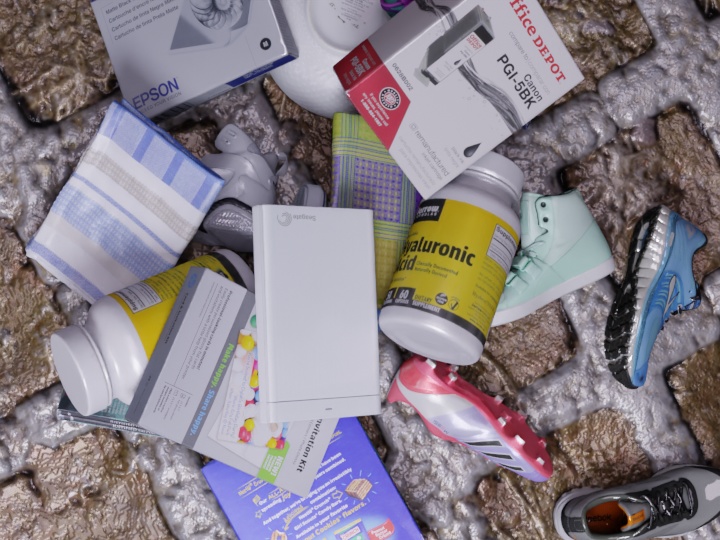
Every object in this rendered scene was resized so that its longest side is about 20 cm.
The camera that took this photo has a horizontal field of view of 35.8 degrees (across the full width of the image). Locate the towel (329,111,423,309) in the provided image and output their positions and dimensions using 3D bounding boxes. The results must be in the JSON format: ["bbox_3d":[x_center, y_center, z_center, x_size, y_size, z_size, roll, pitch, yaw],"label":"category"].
[{"bbox_3d":[0.023,-0.056,1.161,0.142,0.023,0.204,6,83,-33],"label":"towel"}]

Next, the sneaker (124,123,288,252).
[{"bbox_3d":[-0.173,-0.095,1.191,0.197,0.075,0.116,14,68,13],"label":"sneaker"}]

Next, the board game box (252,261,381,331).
[{"bbox_3d":[0.000,0.000,1.211,0.198,0.034,0.137,-30,87,-6],"label":"board game box"}]

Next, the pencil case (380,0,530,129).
[{"bbox_3d":[0.099,-0.223,1.172,0.084,0.093,0.201,-18,120,28],"label":"pencil case"}]

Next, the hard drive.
[{"bbox_3d":[-0.040,0.040,1.077,0.130,0.027,0.204,1,84,-36],"label":"hard drive"}]

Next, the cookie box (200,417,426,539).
[{"bbox_3d":[-0.045,0.247,1.166,0.170,0.075,0.202,-29,87,-6],"label":"cookie box"}]

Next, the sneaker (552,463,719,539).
[{"bbox_3d":[0.309,0.256,1.191,0.197,0.079,0.075,-12,84,-6],"label":"sneaker"}]

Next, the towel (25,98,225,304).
[{"bbox_3d":[-0.244,-0.054,1.141,0.146,0.024,0.201,38,108,3],"label":"towel"}]

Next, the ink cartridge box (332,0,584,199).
[{"bbox_3d":[0.095,-0.193,1.089,0.199,0.083,0.147,-37,118,8],"label":"ink cartridge box"}]

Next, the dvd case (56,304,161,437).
[{"bbox_3d":[-0.198,0.106,1.156,0.196,0.022,0.148,10,48,-5],"label":"dvd case"}]

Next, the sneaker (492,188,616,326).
[{"bbox_3d":[0.169,-0.016,1.205,0.198,0.074,0.120,-25,94,-16],"label":"sneaker"}]

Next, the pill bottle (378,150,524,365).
[{"bbox_3d":[0.099,-0.017,1.131,0.110,0.111,0.203,21,72,-2],"label":"pill bottle"}]

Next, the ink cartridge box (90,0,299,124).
[{"bbox_3d":[-0.187,-0.282,1.188,0.197,0.041,0.203,-22,85,16],"label":"ink cartridge box"}]

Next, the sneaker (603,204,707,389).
[{"bbox_3d":[0.329,0.034,1.213,0.089,0.078,0.203,19,84,-6],"label":"sneaker"}]

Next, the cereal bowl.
[{"bbox_3d":[-0.015,-0.270,1.211,0.196,0.083,0.204,0,85,-3],"label":"cereal bowl"}]

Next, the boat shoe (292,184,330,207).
[{"bbox_3d":[-0.050,0.014,1.162,0.061,0.072,0.204,7,93,-18],"label":"boat shoe"}]

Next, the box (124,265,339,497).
[{"bbox_3d":[-0.106,0.110,1.074,0.199,0.041,0.158,31,76,-31],"label":"box"}]

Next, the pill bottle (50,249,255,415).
[{"bbox_3d":[-0.197,0.064,1.103,0.198,0.112,0.114,-24,87,-29],"label":"pill bottle"}]

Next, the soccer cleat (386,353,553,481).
[{"bbox_3d":[0.119,0.165,1.200,0.199,0.067,0.077,39,114,-6],"label":"soccer cleat"}]
